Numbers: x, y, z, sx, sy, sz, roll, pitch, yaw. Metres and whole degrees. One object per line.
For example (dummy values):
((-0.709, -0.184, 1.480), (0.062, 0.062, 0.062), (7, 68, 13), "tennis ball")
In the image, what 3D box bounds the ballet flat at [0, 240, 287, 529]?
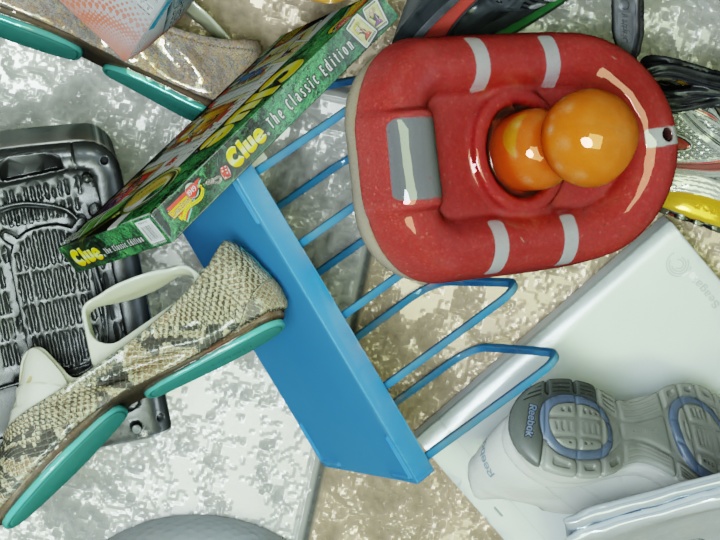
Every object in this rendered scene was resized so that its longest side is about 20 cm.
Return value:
((-0.134, 0.054, 1.425), (0.200, 0.068, 0.075), (-37, 80, -4), "ballet flat")

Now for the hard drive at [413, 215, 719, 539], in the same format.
((0.150, 0.082, 1.592), (0.200, 0.026, 0.132), (-41, 102, 3), "hard drive")

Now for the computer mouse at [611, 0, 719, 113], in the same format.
((0.208, -0.180, 1.476), (0.140, 0.046, 0.201), (-1, 114, -7), "computer mouse")

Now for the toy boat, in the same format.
((0.097, -0.065, 1.403), (0.199, 0.130, 0.131), (-7, 91, -39), "toy boat")

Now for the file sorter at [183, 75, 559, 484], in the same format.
((0.000, 0.000, 1.498), (0.123, 0.139, 0.200), (-36, 103, -19), "file sorter")

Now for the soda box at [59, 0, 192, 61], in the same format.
((-0.171, -0.212, 1.453), (0.200, 0.064, 0.068), (42, 138, 1), "soda box")

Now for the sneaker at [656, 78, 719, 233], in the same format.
((0.161, -0.082, 1.544), (0.199, 0.078, 0.082), (17, 94, -18), "sneaker")

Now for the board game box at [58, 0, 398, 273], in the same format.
((-0.070, -0.075, 1.427), (0.200, 0.105, 0.023), (-47, 109, -32), "board game box")

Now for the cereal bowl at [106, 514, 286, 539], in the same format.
((-0.097, 0.250, 1.570), (0.199, 0.083, 0.201), (-1, 101, -5), "cereal bowl")

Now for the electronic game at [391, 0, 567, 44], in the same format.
((0.102, -0.171, 1.455), (0.200, 0.200, 0.042), (-33, 83, 1), "electronic game")

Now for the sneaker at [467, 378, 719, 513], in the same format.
((0.149, 0.109, 1.542), (0.199, 0.087, 0.075), (13, 59, -32), "sneaker")

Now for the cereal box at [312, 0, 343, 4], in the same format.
((-0.056, -0.258, 1.455), (0.143, 0.039, 0.201), (15, 108, 29), "cereal box")

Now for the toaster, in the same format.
((-0.213, 0.010, 1.494), (0.180, 0.119, 0.201), (-12, 102, -4), "toaster")

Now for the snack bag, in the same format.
((0.218, 0.154, 1.542), (0.199, 0.189, 0.021), (-16, 64, 1), "snack bag")

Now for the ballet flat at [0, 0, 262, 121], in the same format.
((-0.146, -0.144, 1.508), (0.199, 0.068, 0.067), (23, 81, -16), "ballet flat")
